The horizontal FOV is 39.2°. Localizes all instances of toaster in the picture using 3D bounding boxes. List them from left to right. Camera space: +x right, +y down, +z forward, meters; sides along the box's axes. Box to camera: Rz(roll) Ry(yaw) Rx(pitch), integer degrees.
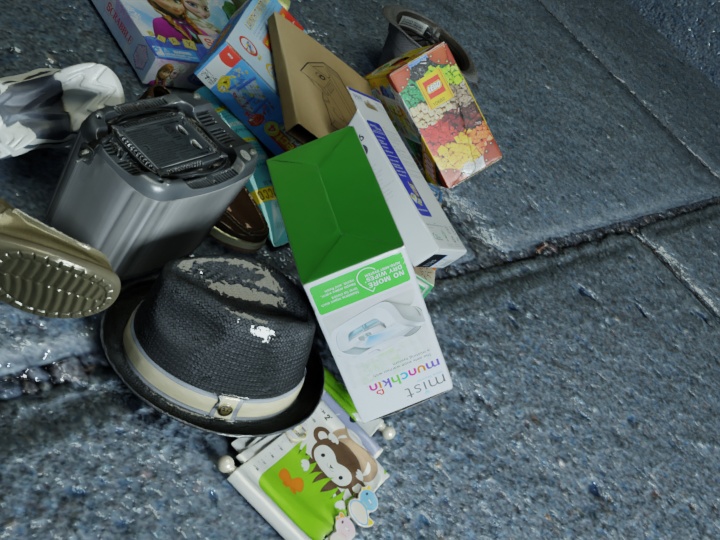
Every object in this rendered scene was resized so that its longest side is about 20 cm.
[{"bbox_3d":[-0.191,-0.071,0.896,0.114,0.130,0.200,43,31,10],"label":"toaster"}]

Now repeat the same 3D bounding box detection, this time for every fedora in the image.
[{"bbox_3d":[-0.110,0.044,0.845,0.199,0.092,0.202,20,34,-14],"label":"fedora"},{"bbox_3d":[0.086,-0.312,1.513,0.176,0.091,0.201,30,26,-15],"label":"fedora"}]

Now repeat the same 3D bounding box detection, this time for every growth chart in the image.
[{"bbox_3d":[-0.037,0.158,0.867,0.144,0.018,0.200,38,33,-1],"label":"growth chart"}]

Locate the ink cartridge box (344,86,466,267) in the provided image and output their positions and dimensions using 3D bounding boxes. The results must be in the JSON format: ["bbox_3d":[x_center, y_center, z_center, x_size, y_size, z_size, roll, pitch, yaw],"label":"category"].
[{"bbox_3d":[0.037,-0.096,1.074,0.201,0.039,0.099,62,20,12],"label":"ink cartridge box"}]

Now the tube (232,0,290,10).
[{"bbox_3d":[-0.192,-0.395,1.378,0.198,0.058,0.052,26,47,-16],"label":"tube"}]

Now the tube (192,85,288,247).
[{"bbox_3d":[-0.122,-0.111,1.103,0.077,0.050,0.201,-21,71,-44],"label":"tube"}]

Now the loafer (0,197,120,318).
[{"bbox_3d":[-0.283,-0.022,0.795,0.198,0.076,0.068,21,42,-26],"label":"loafer"}]

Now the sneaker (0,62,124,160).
[{"bbox_3d":[-0.318,-0.141,0.923,0.197,0.129,0.080,-19,96,-15],"label":"sneaker"}]

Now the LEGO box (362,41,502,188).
[{"bbox_3d":[0.081,-0.188,1.232,0.150,0.077,0.200,61,-4,-12],"label":"LEGO box"}]

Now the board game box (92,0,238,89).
[{"bbox_3d":[-0.219,-0.300,1.240,0.199,0.041,0.200,-4,51,-48],"label":"board game box"}]

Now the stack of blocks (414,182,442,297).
[{"bbox_3d":[0.027,-0.048,1.151,0.114,0.059,0.201,30,33,-12],"label":"stack of blocks"}]

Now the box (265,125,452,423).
[{"bbox_3d":[0.000,0.000,0.926,0.201,0.096,0.178,-110,180,-50],"label":"box"}]

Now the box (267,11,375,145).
[{"bbox_3d":[-0.033,-0.185,1.139,0.163,0.021,0.201,32,34,-39],"label":"box"}]

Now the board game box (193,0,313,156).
[{"bbox_3d":[-0.083,-0.213,1.180,0.196,0.056,0.201,45,28,-18],"label":"board game box"}]

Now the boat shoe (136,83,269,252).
[{"bbox_3d":[-0.162,-0.107,1.023,0.202,0.075,0.075,44,32,9],"label":"boat shoe"}]
